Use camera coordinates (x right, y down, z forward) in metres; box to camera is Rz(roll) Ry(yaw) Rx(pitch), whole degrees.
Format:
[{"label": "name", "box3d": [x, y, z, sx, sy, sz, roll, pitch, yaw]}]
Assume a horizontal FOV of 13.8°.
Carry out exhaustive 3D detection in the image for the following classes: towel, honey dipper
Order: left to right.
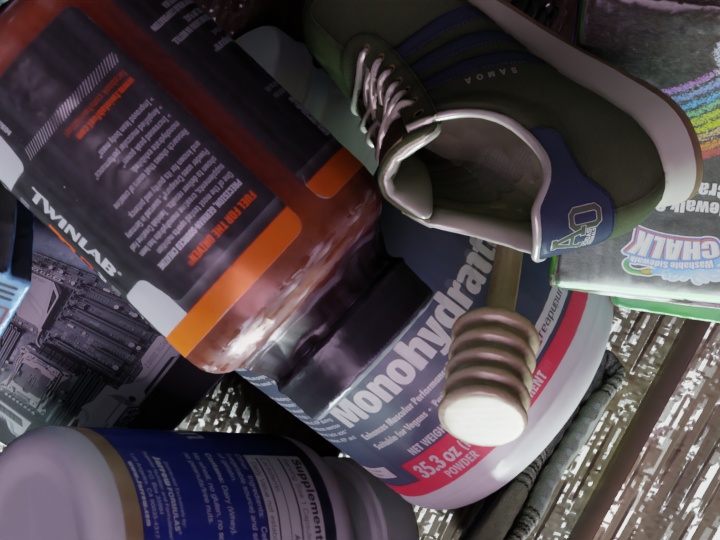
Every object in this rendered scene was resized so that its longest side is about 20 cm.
[{"label": "towel", "box3d": [0.050, 0.152, 1.377, 0.034, 0.200, 0.193, 34, 139, 3]}, {"label": "honey dipper", "box3d": [0.064, -0.014, 1.257, 0.038, 0.201, 0.038, 6, 139, 6]}]

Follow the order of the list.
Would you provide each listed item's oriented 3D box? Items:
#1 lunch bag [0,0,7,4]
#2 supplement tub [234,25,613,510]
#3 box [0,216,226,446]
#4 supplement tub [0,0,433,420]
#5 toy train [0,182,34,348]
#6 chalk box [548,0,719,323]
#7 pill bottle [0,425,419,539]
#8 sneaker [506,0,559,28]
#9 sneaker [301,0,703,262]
[{"label": "lunch bag", "box3d": [-0.225, -0.162, 1.131, 0.199, 0.077, 0.160, 21, 173, -19]}, {"label": "supplement tub", "box3d": [0.000, 0.000, 1.316, 0.200, 0.141, 0.140, 37, 125, -19]}, {"label": "box", "box3d": [-0.159, 0.005, 1.405, 0.200, 0.050, 0.158, 32, 126, -17]}, {"label": "supplement tub", "box3d": [-0.066, -0.033, 1.174, 0.200, 0.107, 0.107, 44, 125, 0]}, {"label": "toy train", "box3d": [-0.242, -0.012, 1.308, 0.199, 0.087, 0.114, 20, 127, -20]}, {"label": "chalk box", "box3d": [0.147, -0.066, 1.252, 0.124, 0.124, 0.201, 7, 131, 3]}, {"label": "pill bottle", "box3d": [-0.075, 0.134, 1.407, 0.199, 0.116, 0.116, 5, 139, -40]}, {"label": "sneaker", "box3d": [0.025, -0.150, 1.250, 0.090, 0.078, 0.201, 4, 128, 30]}, {"label": "sneaker", "box3d": [0.032, -0.062, 1.171, 0.200, 0.090, 0.067, 29, 136, 35]}]
